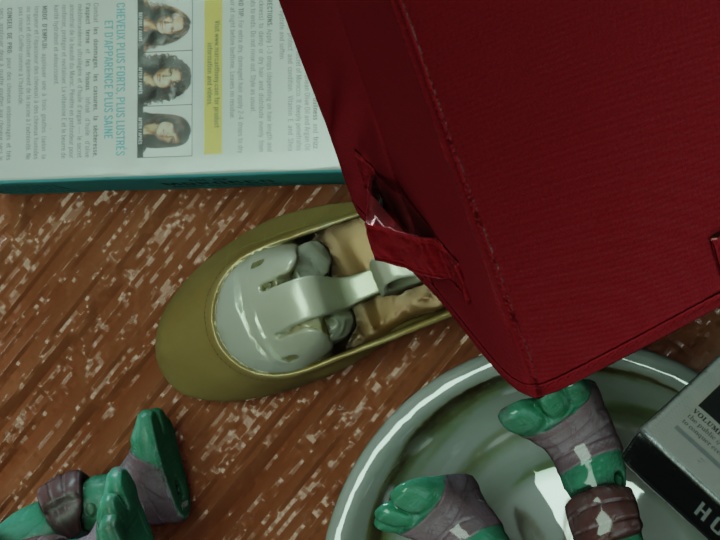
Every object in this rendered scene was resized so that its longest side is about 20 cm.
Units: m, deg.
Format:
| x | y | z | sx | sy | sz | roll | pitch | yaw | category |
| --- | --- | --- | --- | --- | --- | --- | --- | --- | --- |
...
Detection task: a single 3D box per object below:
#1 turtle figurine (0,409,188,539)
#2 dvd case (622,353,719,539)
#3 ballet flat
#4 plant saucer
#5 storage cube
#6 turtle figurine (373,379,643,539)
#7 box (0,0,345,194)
| x | y | z | sx | sy | sz | roll | pitch | yaw | category |
| --- | --- | --- | --- | --- | --- | --- | --- | --- | --- |
| -0.174 | 0.115 | 0.966 | 0.199 | 0.150 | 0.101 | -14 | 127 | 12 | turtle figurine |
| 0.204 | 0.059 | 0.837 | 0.150 | 0.200 | 0.025 | 42 | 142 | 13 | dvd case |
| 0.000 | 0.000 | 0.947 | 0.199 | 0.063 | 0.069 | -23 | 86 | 13 | ballet flat |
| 0.085 | 0.127 | 0.922 | 0.199 | 0.050 | 0.202 | -1 | 86 | 16 | plant saucer |
| 0.074 | -0.098 | 0.819 | 0.199 | 0.171 | 0.180 | -26 | 122 | -9 | storage cube |
| 0.089 | 0.147 | 0.843 | 0.149 | 0.101 | 0.201 | -31 | 66 | 6 | turtle figurine |
| -0.066 | -0.076 | 0.979 | 0.199 | 0.049 | 0.083 | -1 | 87 | 16 | box |
